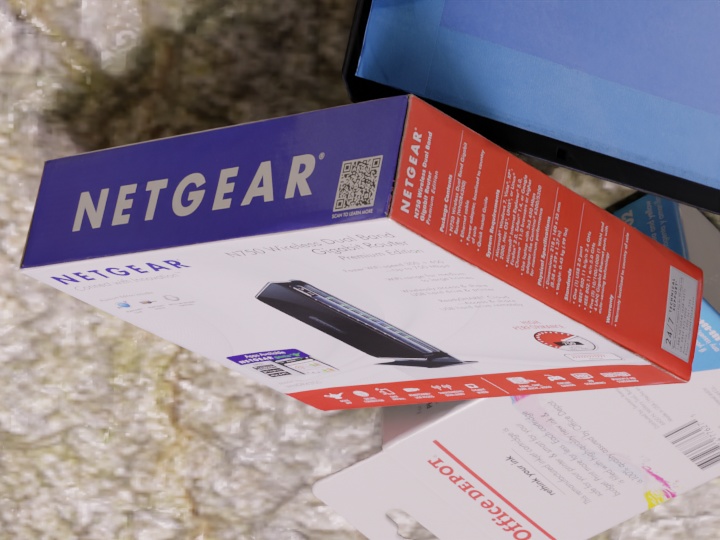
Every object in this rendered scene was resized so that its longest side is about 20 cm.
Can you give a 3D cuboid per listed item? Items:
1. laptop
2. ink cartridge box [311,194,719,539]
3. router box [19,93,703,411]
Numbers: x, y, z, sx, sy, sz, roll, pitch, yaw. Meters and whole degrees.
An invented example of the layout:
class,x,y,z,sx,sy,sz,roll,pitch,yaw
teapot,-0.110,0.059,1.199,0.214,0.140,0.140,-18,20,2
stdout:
class,x,y,z,sx,sy,sz,roll,pitch,yaw
laptop,0.110,-0.138,0.870,0.177,0.103,0.200,16,133,-19
ink cartridge box,0.087,0.058,1.099,0.200,0.068,0.115,-29,130,24
router box,0.000,0.000,0.970,0.200,0.049,0.179,-7,155,43
